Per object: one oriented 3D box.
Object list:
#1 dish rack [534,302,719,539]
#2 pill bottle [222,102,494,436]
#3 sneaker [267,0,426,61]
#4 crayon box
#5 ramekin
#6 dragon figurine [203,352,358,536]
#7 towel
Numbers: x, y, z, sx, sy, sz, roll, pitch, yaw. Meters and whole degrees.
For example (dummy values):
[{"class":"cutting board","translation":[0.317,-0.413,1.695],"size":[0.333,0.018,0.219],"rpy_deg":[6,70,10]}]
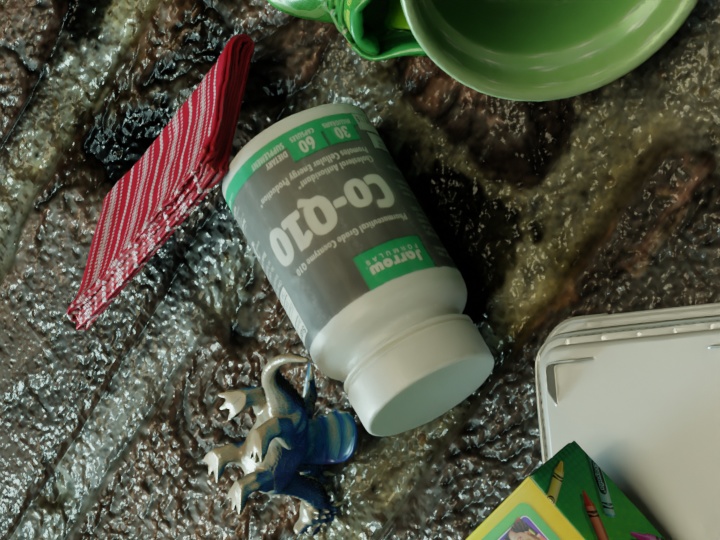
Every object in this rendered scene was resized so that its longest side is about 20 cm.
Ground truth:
[{"class":"dish rack","translation":[0.189,0.108,1.547],"size":[0.200,0.043,0.172],"rpy_deg":[-8,85,37]},{"class":"pill bottle","translation":[0.000,0.000,1.648],"size":[0.113,0.113,0.200],"rpy_deg":[-42,66,29]},{"class":"sneaker","translation":[0.008,-0.184,1.654],"size":[0.200,0.084,0.074],"rpy_deg":[13,120,38]},{"class":"crayon box","translation":[0.104,0.213,1.564],"size":[0.119,0.058,0.200],"rpy_deg":[48,129,8]},{"class":"ramekin","translation":[0.106,-0.212,1.514],"size":[0.200,0.200,0.098],"rpy_deg":[-57,32,23]},{"class":"dragon figurine","translation":[-0.041,0.103,1.663],"size":[0.059,0.099,0.200],"rpy_deg":[50,141,34]},{"class":"towel","translation":[-0.139,-0.063,1.746],"size":[0.200,0.022,0.145],"rpy_deg":[-46,23,38]}]
